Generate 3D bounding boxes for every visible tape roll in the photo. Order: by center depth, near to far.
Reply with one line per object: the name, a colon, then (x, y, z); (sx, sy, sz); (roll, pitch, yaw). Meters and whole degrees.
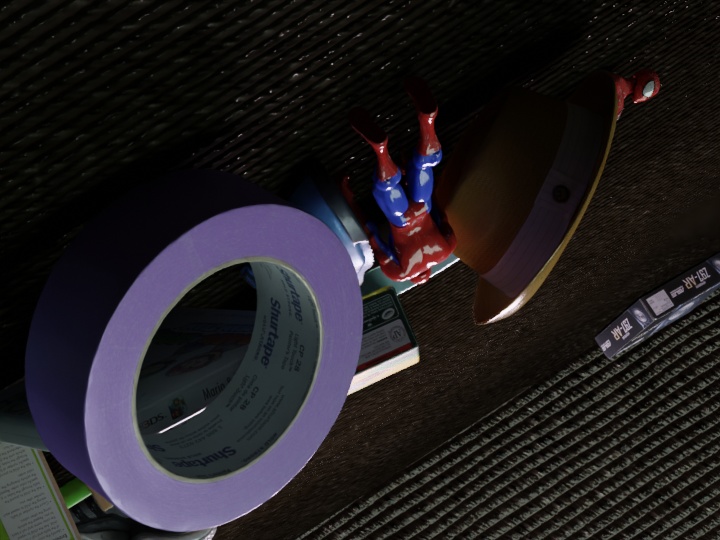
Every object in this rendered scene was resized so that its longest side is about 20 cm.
tape roll: (-0.093, 0.046, 1.194); (0.199, 0.065, 0.202); (-21, 123, -36)

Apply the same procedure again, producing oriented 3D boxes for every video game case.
video game case: (-0.141, 0.069, 1.346); (0.181, 0.024, 0.199); (-26, -165, -32)

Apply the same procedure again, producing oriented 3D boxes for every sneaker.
sneaker: (-0.040, -0.010, 1.411); (0.078, 0.066, 0.200); (-27, 169, -10)
sneaker: (-0.215, 0.171, 1.691); (0.198, 0.115, 0.076); (0, -155, 25)

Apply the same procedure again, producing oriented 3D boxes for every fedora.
fedora: (0.105, -0.063, 1.453); (0.202, 0.081, 0.201); (-60, -170, 19)

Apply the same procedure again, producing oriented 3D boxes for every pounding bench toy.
pounding bench toy: (-0.267, 0.193, 1.440); (0.156, 0.125, 0.199); (-31, 174, 42)

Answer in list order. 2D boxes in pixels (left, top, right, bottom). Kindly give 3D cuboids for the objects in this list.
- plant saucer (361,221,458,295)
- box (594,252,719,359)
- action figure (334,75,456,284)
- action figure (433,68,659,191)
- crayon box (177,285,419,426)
plant saucer: (0.000, 0.000, 1.606); (0.200, 0.039, 0.201); (-25, 171, -4)
box: (0.492, 0.056, 3.336); (0.199, 0.044, 0.160); (-27, 167, -32)
action figure: (0.019, -0.066, 1.374); (0.065, 0.099, 0.201); (-28, 146, -11)
action figure: (0.151, -0.102, 1.620); (0.199, 0.052, 0.065); (-34, 166, -8)
crayon box: (-0.052, 0.084, 1.631); (0.199, 0.059, 0.173); (-24, 172, 0)
